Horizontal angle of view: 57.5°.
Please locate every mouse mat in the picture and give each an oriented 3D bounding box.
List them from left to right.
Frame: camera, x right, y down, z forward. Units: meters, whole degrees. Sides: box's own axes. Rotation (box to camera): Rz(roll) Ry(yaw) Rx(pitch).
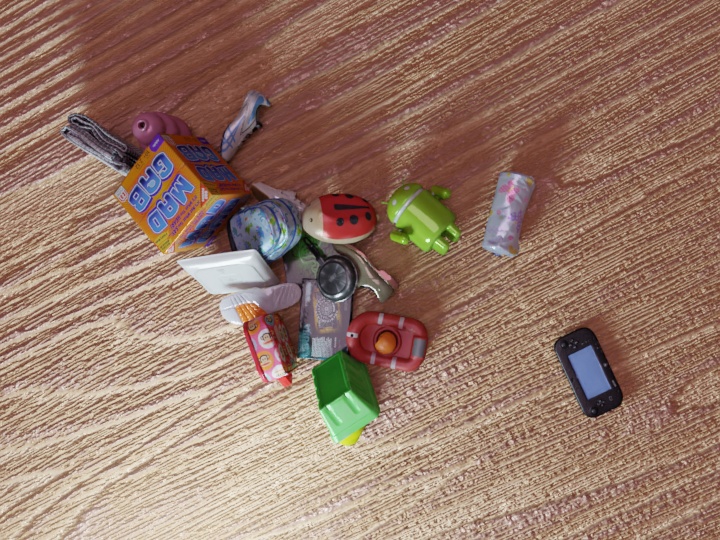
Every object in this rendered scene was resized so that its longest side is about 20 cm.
[{"bbox_3d":[-0.125,-0.050,1.678,0.159,0.008,0.203,-11,85,8],"label":"mouse mat"}]

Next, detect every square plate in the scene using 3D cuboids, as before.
[{"bbox_3d":[-0.319,0.011,1.612,0.197,0.198,0.029,-8,66,8],"label":"square plate"}]

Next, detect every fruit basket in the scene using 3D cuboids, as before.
[{"bbox_3d":[-0.027,0.327,1.575,0.155,0.216,0.217,-34,83,7],"label":"fruit basket"}]

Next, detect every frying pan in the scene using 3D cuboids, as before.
[{"bbox_3d":[-0.074,-0.016,1.615,0.114,0.031,0.192,-23,80,23],"label":"frying pan"}]

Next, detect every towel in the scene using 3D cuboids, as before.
[{"bbox_3d":[-0.642,-0.315,1.692,0.199,0.166,0.086,31,86,9],"label":"towel"}]

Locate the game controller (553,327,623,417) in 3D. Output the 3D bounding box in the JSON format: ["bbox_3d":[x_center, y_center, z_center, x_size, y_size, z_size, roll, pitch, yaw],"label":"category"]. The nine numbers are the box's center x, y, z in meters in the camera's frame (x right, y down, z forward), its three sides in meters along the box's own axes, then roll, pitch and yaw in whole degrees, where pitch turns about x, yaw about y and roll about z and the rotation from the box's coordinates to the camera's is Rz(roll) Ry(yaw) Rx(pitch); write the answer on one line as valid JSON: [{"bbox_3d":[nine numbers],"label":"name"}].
[{"bbox_3d":[0.536,0.239,1.545,0.103,0.042,0.202,-25,85,7],"label":"game controller"}]

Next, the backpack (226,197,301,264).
[{"bbox_3d":[-0.234,-0.095,1.603,0.198,0.153,0.165,-19,84,23],"label":"backpack"}]

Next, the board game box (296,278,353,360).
[{"bbox_3d":[-0.088,0.124,1.651,0.133,0.028,0.203,4,90,9],"label":"board game box"}]

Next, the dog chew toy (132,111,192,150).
[{"bbox_3d":[-0.504,-0.341,1.651,0.123,0.200,0.126,0,87,9],"label":"dog chew toy"}]

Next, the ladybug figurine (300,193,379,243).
[{"bbox_3d":[-0.046,-0.135,1.604,0.197,0.072,0.137,-5,62,-18],"label":"ladybug figurine"}]

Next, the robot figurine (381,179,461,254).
[{"bbox_3d":[0.148,-0.128,1.583,0.200,0.116,0.176,42,85,9],"label":"robot figurine"}]

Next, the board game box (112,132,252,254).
[{"bbox_3d":[-0.432,-0.189,1.613,0.200,0.200,0.200,47,109,7],"label":"board game box"}]

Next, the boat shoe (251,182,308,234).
[{"bbox_3d":[-0.186,-0.170,1.666,0.199,0.071,0.070,34,67,7],"label":"boat shoe"}]

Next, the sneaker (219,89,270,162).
[{"bbox_3d":[-0.300,-0.364,1.688,0.072,0.072,0.201,30,96,0],"label":"sneaker"}]

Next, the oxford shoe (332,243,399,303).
[{"bbox_3d":[0.000,0.000,1.620,0.199,0.070,0.075,39,86,9],"label":"oxford shoe"}]

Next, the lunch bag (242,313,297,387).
[{"bbox_3d":[-0.208,0.196,1.585,0.081,0.200,0.178,-23,84,2],"label":"lunch bag"}]

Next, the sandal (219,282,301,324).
[{"bbox_3d":[-0.248,0.078,1.647,0.204,0.059,0.080,-14,103,-7],"label":"sandal"}]

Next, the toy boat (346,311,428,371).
[{"bbox_3d":[0.061,0.171,1.576,0.197,0.131,0.132,10,89,9],"label":"toy boat"}]

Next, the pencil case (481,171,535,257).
[{"bbox_3d":[0.354,-0.134,1.568,0.090,0.083,0.203,14,89,15],"label":"pencil case"}]
